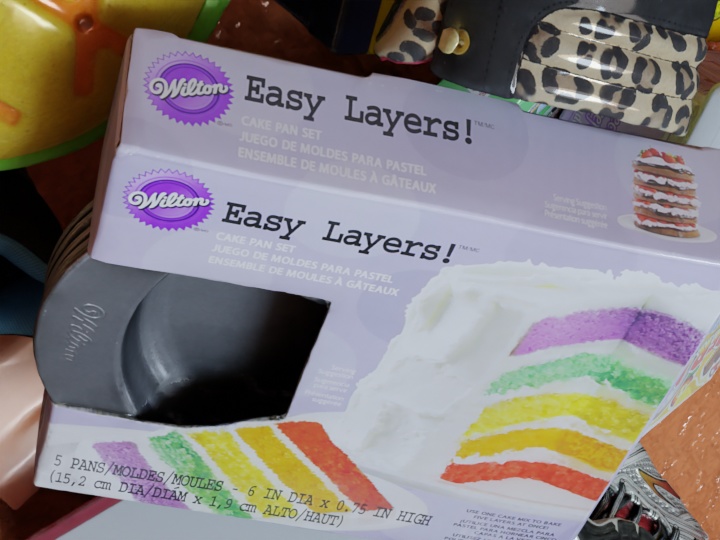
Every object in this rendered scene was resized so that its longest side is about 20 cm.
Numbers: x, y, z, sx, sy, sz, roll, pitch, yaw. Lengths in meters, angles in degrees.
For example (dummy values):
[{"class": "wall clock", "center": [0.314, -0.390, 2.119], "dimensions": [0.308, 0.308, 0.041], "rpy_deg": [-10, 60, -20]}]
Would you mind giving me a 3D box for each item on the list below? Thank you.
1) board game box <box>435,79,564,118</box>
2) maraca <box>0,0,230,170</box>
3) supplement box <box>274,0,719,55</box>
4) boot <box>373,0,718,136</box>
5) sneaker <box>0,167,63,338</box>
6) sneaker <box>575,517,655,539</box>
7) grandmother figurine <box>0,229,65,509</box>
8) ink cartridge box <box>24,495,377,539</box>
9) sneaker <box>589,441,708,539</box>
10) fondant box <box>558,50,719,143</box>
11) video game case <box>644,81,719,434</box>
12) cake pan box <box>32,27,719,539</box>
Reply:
[{"class": "board game box", "center": [0.000, 0.000, 0.814], "dimensions": [0.200, 0.029, 0.135], "rpy_deg": [-43, 164, -3]}, {"class": "maraca", "center": [-0.093, -0.109, 0.637], "dimensions": [0.199, 0.107, 0.138], "rpy_deg": [-24, 105, 0]}, {"class": "supplement box", "center": [0.052, -0.150, 0.746], "dimensions": [0.199, 0.109, 0.110], "rpy_deg": [-6, 124, -36]}, {"class": "boot", "center": [0.033, -0.132, 0.603], "dimensions": [0.198, 0.073, 0.152], "rpy_deg": [14, 100, -12]}, {"class": "sneaker", "center": [-0.184, -0.005, 0.676], "dimensions": [0.199, 0.082, 0.074], "rpy_deg": [-10, 129, -33]}, {"class": "sneaker", "center": [0.061, 0.138, 0.942], "dimensions": [0.089, 0.079, 0.200], "rpy_deg": [-22, 141, 28]}, {"class": "grandmother figurine", "center": [-0.080, 0.012, 0.795], "dimensions": [0.200, 0.061, 0.121], "rpy_deg": [-39, 166, -7]}, {"class": "ink cartridge box", "center": [-0.051, 0.131, 0.833], "dimensions": [0.145, 0.084, 0.200], "rpy_deg": [-30, 164, -15]}, {"class": "sneaker", "center": [0.133, 0.124, 1.045], "dimensions": [0.078, 0.082, 0.200], "rpy_deg": [-46, 138, 0]}, {"class": "fondant box", "center": [0.116, -0.019, 0.884], "dimensions": [0.145, 0.058, 0.200], "rpy_deg": [-62, 163, 15]}, {"class": "video game case", "center": [0.140, -0.007, 0.835], "dimensions": [0.200, 0.023, 0.183], "rpy_deg": [-27, 146, -59]}, {"class": "cake pan box", "center": [-0.002, 0.017, 0.666], "dimensions": [0.198, 0.053, 0.185], "rpy_deg": [11, 139, -11]}]
